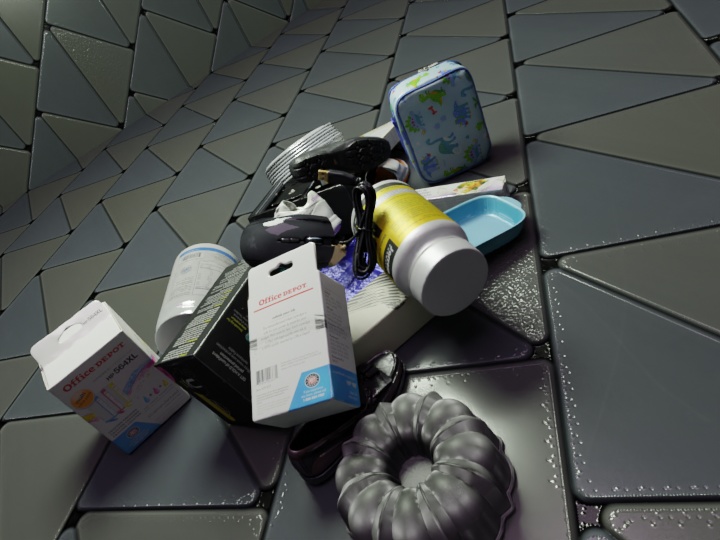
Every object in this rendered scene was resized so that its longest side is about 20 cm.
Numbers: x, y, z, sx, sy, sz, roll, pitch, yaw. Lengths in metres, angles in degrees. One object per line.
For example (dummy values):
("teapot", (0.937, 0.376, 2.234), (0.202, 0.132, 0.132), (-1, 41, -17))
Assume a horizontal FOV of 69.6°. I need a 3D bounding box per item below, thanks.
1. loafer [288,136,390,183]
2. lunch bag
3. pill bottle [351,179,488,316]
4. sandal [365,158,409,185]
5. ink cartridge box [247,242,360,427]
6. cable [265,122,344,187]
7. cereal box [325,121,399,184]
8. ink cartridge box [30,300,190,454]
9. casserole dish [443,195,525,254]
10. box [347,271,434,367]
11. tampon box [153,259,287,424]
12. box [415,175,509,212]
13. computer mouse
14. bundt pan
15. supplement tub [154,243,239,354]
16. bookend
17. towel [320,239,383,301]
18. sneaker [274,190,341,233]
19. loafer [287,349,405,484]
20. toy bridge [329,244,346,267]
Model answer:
("loafer", (-0.040, -0.216, 0.986), (0.199, 0.069, 0.070), (-17, 27, -14))
("lunch bag", (0.146, -0.276, 0.972), (0.160, 0.201, 0.083), (-25, 36, 6))
("pill bottle", (0.074, -0.034, 0.694), (0.114, 0.115, 0.200), (-33, 39, -5))
("sandal", (0.046, -0.181, 1.044), (0.079, 0.059, 0.207), (-9, 41, 24))
("ink cartridge box", (-0.075, 0.080, 0.645), (0.115, 0.067, 0.201), (-21, 60, 24))
("cable", (-0.125, -0.256, 1.178), (0.199, 0.069, 0.200), (-36, 7, 5))
("cereal box", (0.013, -0.264, 1.131), (0.143, 0.040, 0.200), (-15, 26, 35))
("ink cartridge box", (-0.393, 0.160, 0.813), (0.128, 0.201, 0.125), (-43, 39, -18))
("casserole dish", (0.166, -0.057, 0.817), (0.199, 0.039, 0.121), (-27, 35, -13))
("box", (0.029, 0.068, 0.753), (0.200, 0.069, 0.082), (-40, 39, -15))
("tampon box", (-0.163, 0.097, 0.757), (0.126, 0.150, 0.201), (-19, 33, 44))
("box", (0.162, -0.128, 0.922), (0.199, 0.042, 0.039), (-5, 41, 30))
("computer mouse", (-0.074, -0.066, 0.682), (0.199, 0.046, 0.142), (5, 90, 16))
("bundt pan", (0.058, 0.215, 0.557), (0.201, 0.076, 0.203), (-19, 37, 15))
("supplement tub", (-0.280, 0.057, 0.919), (0.131, 0.132, 0.201), (-22, 38, 9))
("bookend", (-0.087, -0.131, 1.012), (0.199, 0.093, 0.199), (-16, 25, 18))
("towel", (0.000, 0.000, 0.870), (0.147, 0.050, 0.200), (18, 57, 46))
("sneaker", (-0.132, -0.062, 0.908), (0.199, 0.100, 0.075), (-33, 9, 15))
("loafer", (-0.014, 0.175, 0.661), (0.072, 0.063, 0.200), (17, 56, 44))
("toy bridge", (-0.077, -0.019, 0.900), (0.067, 0.027, 0.200), (-46, 15, -31))
